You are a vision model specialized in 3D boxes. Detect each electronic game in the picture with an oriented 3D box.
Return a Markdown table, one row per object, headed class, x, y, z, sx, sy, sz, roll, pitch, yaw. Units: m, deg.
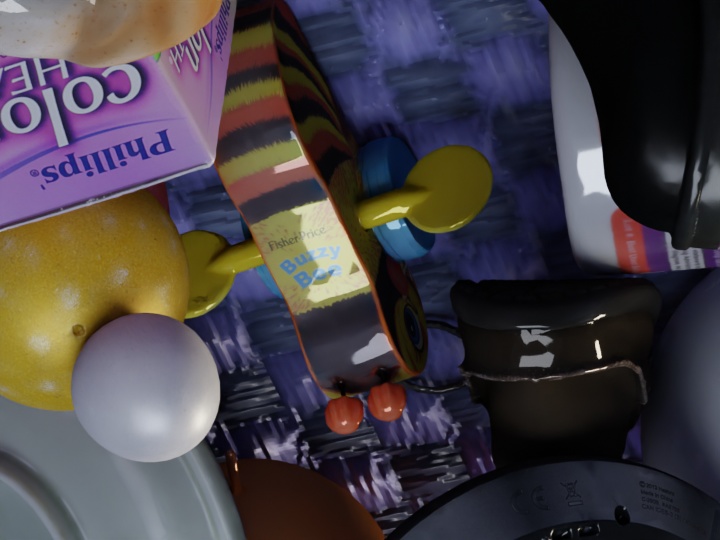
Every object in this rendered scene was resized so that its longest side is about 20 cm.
| class | x | y | z | sx | sy | sz | roll | pitch | yaw |
| --- | --- | --- | --- | --- | --- | --- | --- | --- | --- |
| electronic game | 0.071 | 0.165 | 1.081 | 0.200 | 0.042 | 0.200 | -4 | 102 | -19 |

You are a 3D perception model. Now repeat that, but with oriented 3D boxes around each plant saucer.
| class | x | y | z | sx | sy | sz | roll | pitch | yaw |
| --- | --- | --- | --- | --- | --- | --- | --- | --- | --- |
| plant saucer | -0.130 | 0.116 | 1.180 | 0.200 | 0.050 | 0.200 | 16 | 116 | 36 |

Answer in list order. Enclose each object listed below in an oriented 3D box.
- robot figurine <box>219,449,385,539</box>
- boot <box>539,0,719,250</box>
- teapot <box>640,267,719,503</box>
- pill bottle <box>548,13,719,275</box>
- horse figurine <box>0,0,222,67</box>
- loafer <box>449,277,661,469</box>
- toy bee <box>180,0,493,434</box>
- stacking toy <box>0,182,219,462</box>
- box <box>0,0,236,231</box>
| class | x | y | z | sx | sy | sz | roll | pitch | yaw |
| --- | --- | --- | --- | --- | --- | --- | --- | --- | --- |
| robot figurine | -0.056 | 0.157 | 1.242 | 0.117 | 0.144 | 0.200 | -3 | 138 | -34 |
| boot | 0.043 | -0.101 | 0.972 | 0.158 | 0.211 | 0.079 | -4 | 157 | 2 |
| teapot | 0.201 | 0.083 | 1.142 | 0.197 | 0.146 | 0.200 | -22 | 125 | 20 |
| pill bottle | 0.170 | -0.061 | 1.043 | 0.200 | 0.111 | 0.111 | -5 | 130 | 8 |
| horse figurine | -0.097 | -0.096 | 0.836 | 0.200 | 0.050 | 0.133 | -7 | 142 | -1 |
| loafer | 0.077 | 0.045 | 1.096 | 0.073 | 0.071 | 0.200 | -1 | 171 | 12 |
| toy bee | 0.000 | 0.000 | 1.110 | 0.200 | 0.109 | 0.131 | 37 | 121 | -25 |
| stacking toy | -0.109 | -0.001 | 1.037 | 0.146 | 0.200 | 0.146 | -17 | 128 | -22 |
| box | -0.121 | -0.146 | 0.947 | 0.097 | 0.176 | 0.200 | -17 | 128 | 17 |
